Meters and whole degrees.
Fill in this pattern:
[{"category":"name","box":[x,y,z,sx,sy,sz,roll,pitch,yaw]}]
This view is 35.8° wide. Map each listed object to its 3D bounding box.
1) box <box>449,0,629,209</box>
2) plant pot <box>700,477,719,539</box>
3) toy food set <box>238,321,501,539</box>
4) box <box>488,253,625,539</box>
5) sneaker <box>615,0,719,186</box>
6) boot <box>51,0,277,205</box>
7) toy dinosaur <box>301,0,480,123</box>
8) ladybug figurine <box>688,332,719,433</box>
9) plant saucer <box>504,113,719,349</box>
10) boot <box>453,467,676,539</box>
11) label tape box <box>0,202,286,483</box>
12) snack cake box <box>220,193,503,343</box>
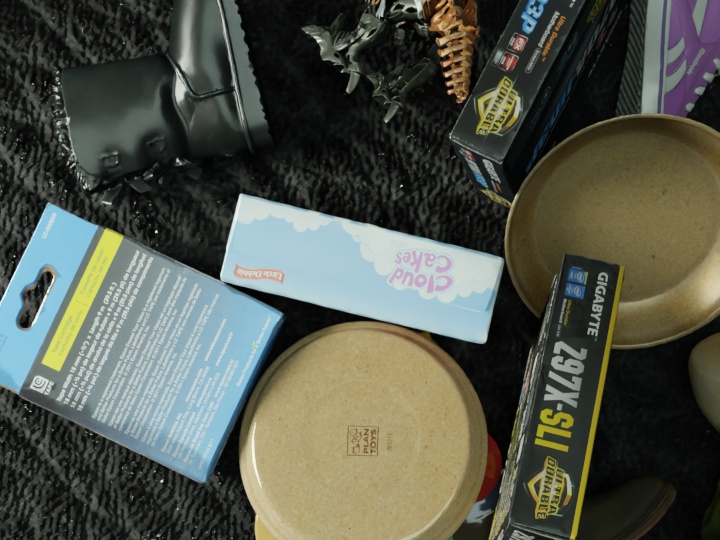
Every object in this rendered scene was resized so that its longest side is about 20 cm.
[{"category":"box","box":[0.140,-0.155,0.838,0.046,0.159,0.201,27,87,16]},{"category":"plant pot","box":[0.353,0.225,0.831,0.183,0.200,0.202,21,87,10]},{"category":"toy food set","box":[0.005,0.137,0.858,0.196,0.049,0.201,-14,70,0]},{"category":"box","box":[0.136,0.111,0.797,0.049,0.160,0.201,13,63,8]},{"category":"sneaker","box":[0.270,-0.158,0.890,0.113,0.073,0.202,10,88,-5]},{"category":"boot","box":[-0.163,-0.160,0.877,0.161,0.073,0.200,-14,89,1]},{"category":"toy dinosaur","box":[0.039,-0.192,0.839,0.136,0.200,0.102,-41,110,20]},{"category":"ladybug figurine","box":[0.343,0.094,0.857,0.198,0.136,0.072,0,111,-14]},{"category":"plant saucer","box":[0.210,-0.033,0.867,0.198,0.036,0.202,1,119,2]},{"category":"boot","box":[0.142,0.187,0.871,0.199,0.075,0.097,-29,92,-1]},{"category":"label tape box","box":[-0.177,0.055,0.870,0.199,0.063,0.145,26,88,-1]},{"category":"snack cake box","box":[0.000,0.000,0.852,0.198,0.115,0.068,14,87,-2]}]
